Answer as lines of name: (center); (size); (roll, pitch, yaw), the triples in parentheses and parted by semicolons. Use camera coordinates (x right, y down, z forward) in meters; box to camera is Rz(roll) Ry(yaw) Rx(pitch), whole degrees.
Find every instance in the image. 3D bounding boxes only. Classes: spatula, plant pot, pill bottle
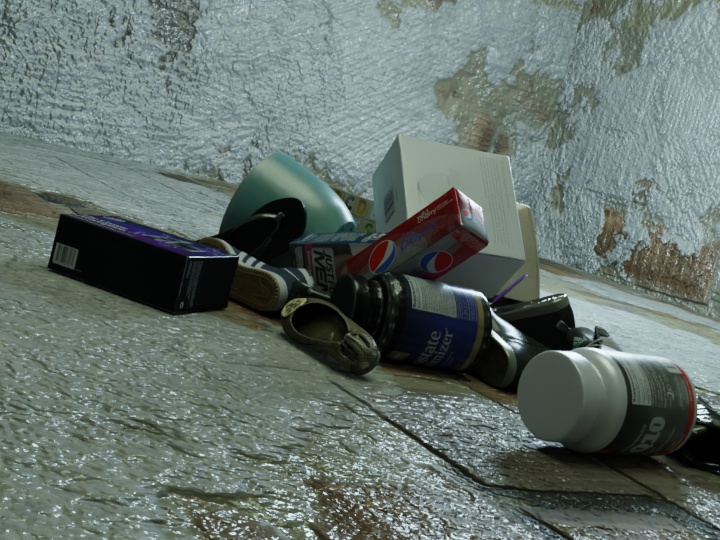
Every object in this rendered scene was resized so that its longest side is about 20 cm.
spatula: (0.154, 0.054, 1.635); (0.198, 0.021, 0.057); (-25, 1, 12)
plant pot: (-0.105, -0.060, 1.796); (0.160, 0.202, 0.200); (31, 11, 17)
pill bottle: (0.062, 0.063, 1.469); (0.198, 0.113, 0.112); (11, 8, -25)
plant pot: (0.200, -0.025, 1.940); (0.197, 0.179, 0.200); (15, -16, -6)
pill bottle: (0.275, 0.147, 1.260); (0.198, 0.115, 0.113); (9, 9, -39)

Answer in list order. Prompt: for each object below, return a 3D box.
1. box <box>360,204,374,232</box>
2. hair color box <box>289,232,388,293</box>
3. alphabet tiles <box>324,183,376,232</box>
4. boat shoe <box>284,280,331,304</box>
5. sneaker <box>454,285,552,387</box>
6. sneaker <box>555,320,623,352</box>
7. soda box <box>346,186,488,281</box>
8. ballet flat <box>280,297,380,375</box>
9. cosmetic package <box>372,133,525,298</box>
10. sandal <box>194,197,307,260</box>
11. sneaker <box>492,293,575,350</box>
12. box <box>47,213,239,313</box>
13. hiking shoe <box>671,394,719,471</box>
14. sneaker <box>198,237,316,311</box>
box: (0.027, -0.037, 1.993); (0.045, 0.161, 0.200); (18, 7, 8)
hair color box: (0.000, 0.000, 1.644); (0.198, 0.101, 0.060); (0, 17, 25)
alphabet tiles: (-0.029, -0.046, 1.911); (0.007, 0.169, 0.199); (16, 5, -44)
boat shoe: (-0.016, 0.056, 1.562); (0.198, 0.061, 0.075); (11, 3, -43)
sneaker: (0.188, 0.097, 1.559); (0.105, 0.075, 0.200); (10, 29, -33)
sneaker: (0.303, 0.119, 1.503); (0.140, 0.078, 0.199); (54, 15, 24)
soda box: (0.074, -0.023, 1.511); (0.063, 0.199, 0.071); (32, 37, -38)
ballet flat: (-0.044, 0.070, 1.374); (0.200, 0.067, 0.047); (32, -18, 54)
cosmetic package: (0.134, -0.082, 1.762); (0.197, 0.202, 0.123); (9, -34, -19)
sandal: (-0.166, -0.044, 1.679); (0.198, 0.077, 0.043); (-28, -7, -6)
sneaker: (0.220, 0.108, 1.631); (0.198, 0.108, 0.075); (-15, 5, 36)
box: (-0.280, -0.011, 1.473); (0.198, 0.080, 0.141); (18, 5, 20)
hiking shoe: (0.391, 0.186, 1.356); (0.198, 0.077, 0.100); (21, 6, 34)
sneaker: (-0.147, 0.009, 1.619); (0.199, 0.071, 0.108); (28, 16, 40)
